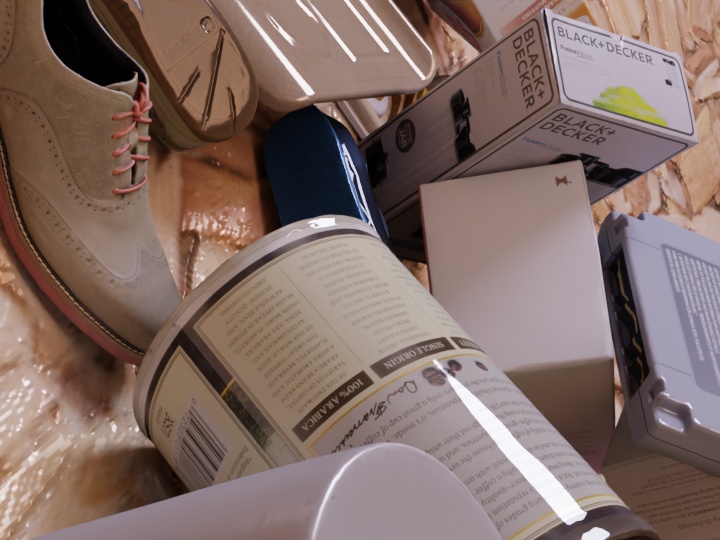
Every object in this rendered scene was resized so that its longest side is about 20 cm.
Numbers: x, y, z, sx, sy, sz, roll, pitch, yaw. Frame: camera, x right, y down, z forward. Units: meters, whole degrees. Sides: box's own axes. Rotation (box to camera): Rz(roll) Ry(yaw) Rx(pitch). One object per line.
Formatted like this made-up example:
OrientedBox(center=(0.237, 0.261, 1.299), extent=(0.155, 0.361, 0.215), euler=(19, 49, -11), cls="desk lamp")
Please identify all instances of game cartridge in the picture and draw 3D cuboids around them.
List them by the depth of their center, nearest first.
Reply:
OrientedBox(center=(0.203, 0.049, 0.929), extent=(0.132, 0.041, 0.201), euler=(19, 33, -11), cls="game cartridge")

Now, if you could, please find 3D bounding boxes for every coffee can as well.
OrientedBox(center=(0.012, 0.094, 0.739), extent=(0.200, 0.147, 0.146), euler=(48, 16, 28), cls="coffee can")

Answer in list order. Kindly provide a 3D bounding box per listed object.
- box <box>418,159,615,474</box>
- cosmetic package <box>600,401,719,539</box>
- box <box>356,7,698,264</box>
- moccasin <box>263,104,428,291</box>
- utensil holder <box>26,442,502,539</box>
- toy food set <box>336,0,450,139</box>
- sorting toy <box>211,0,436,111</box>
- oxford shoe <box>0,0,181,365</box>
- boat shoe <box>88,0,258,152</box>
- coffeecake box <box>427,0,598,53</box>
OrientedBox(center=(0.098, 0.040, 1.008), extent=(0.200, 0.097, 0.125), euler=(72, 11, -64), cls="box")
OrientedBox(center=(0.223, 0.165, 0.990), extent=(0.201, 0.084, 0.108), euler=(63, 28, -16), cls="cosmetic package")
OrientedBox(center=(0.087, -0.070, 0.996), extent=(0.116, 0.200, 0.061), euler=(12, 60, -37), cls="box")
OrientedBox(center=(0.000, 0.000, 0.946), extent=(0.068, 0.080, 0.202), euler=(31, 47, -58), cls="moccasin")
OrientedBox(center=(-0.053, 0.162, 0.591), extent=(0.170, 0.199, 0.171), euler=(38, 42, -45), cls="utensil holder")
OrientedBox(center=(0.039, -0.136, 1.133), extent=(0.200, 0.060, 0.144), euler=(54, 30, -28), cls="toy food set")
OrientedBox(center=(-0.055, -0.166, 0.955), extent=(0.186, 0.036, 0.200), euler=(52, 26, 8), cls="sorting toy")
OrientedBox(center=(-0.122, -0.052, 0.749), extent=(0.201, 0.074, 0.070), euler=(64, 26, -14), cls="oxford shoe")
OrientedBox(center=(-0.126, -0.149, 0.839), extent=(0.073, 0.062, 0.201), euler=(-34, 102, -35), cls="boat shoe")
OrientedBox(center=(0.064, -0.243, 1.152), extent=(0.200, 0.073, 0.154), euler=(53, -1, -39), cls="coffeecake box")
